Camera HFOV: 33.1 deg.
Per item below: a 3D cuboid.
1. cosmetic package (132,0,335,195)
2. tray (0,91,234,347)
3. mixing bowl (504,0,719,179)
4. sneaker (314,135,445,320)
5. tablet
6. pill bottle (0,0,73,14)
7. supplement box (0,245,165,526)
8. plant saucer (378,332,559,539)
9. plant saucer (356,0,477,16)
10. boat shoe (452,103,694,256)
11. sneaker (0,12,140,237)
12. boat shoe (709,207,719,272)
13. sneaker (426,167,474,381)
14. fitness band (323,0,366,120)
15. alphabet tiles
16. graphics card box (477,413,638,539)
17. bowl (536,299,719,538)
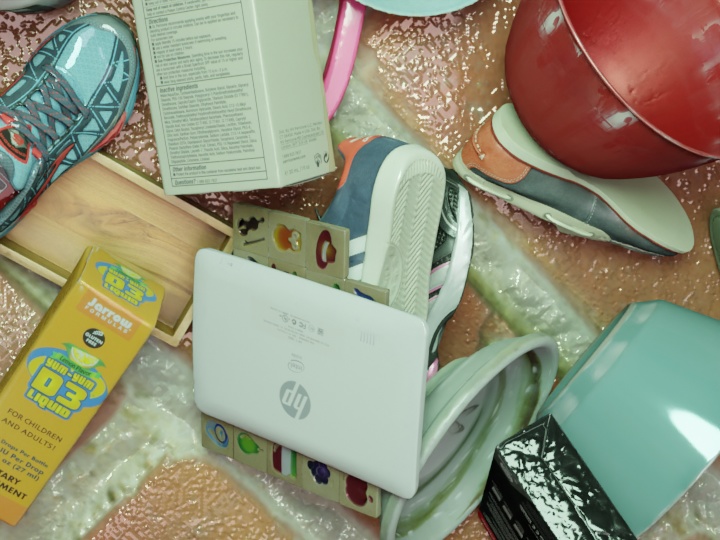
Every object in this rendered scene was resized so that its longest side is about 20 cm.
[{"bbox_3d":[-0.088,-0.155,0.805,0.103,0.073,0.201,0,102,32],"label":"cosmetic package"},{"bbox_3d":[-0.198,-0.036,0.886,0.200,0.037,0.099,30,95,-13],"label":"tray"},{"bbox_3d":[0.175,-0.141,0.857,0.200,0.200,0.108,40,136,-13],"label":"mixing bowl"},{"bbox_3d":[0.000,0.000,0.855,0.075,0.084,0.201,-4,114,-46],"label":"sneaker"},{"bbox_3d":[-0.040,0.068,0.829,0.200,0.014,0.131,17,114,34],"label":"tablet"},{"bbox_3d":[-0.223,-0.221,0.762,0.114,0.200,0.114,-1,101,-8],"label":"pill bottle"},{"bbox_3d":[-0.220,0.084,0.869,0.066,0.069,0.200,32,106,-14],"label":"supplement box"},{"bbox_3d":[0.069,0.121,0.898,0.050,0.200,0.200,35,95,25],"label":"plant saucer"},{"bbox_3d":[0.027,-0.275,0.854,0.200,0.039,0.202,1,88,-21],"label":"plant saucer"},{"bbox_3d":[0.165,-0.057,0.918,0.200,0.071,0.063,25,135,-22],"label":"boat shoe"},{"bbox_3d":[-0.217,-0.085,0.806,0.079,0.096,0.200,39,94,-13],"label":"sneaker"},{"bbox_3d":[0.331,0.039,0.953,0.060,0.072,0.202,-18,101,-2],"label":"boat shoe"},{"bbox_3d":[0.026,0.018,0.905,0.086,0.080,0.201,13,98,-8],"label":"sneaker"},{"bbox_3d":[-0.072,-0.177,0.876,0.143,0.037,0.201,12,98,-10],"label":"fitness band"},{"bbox_3d":[-0.051,0.057,0.847,0.167,0.008,0.201,15,113,34],"label":"alphabet tiles"},{"bbox_3d":[0.141,0.193,0.875,0.051,0.200,0.126,-29,67,-10],"label":"graphics card box"},{"bbox_3d":[0.206,0.100,0.903,0.105,0.201,0.201,39,94,8],"label":"bowl"}]
